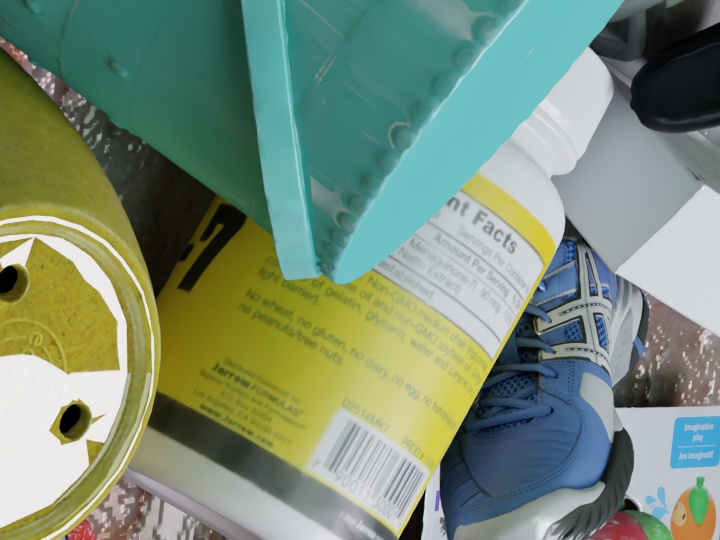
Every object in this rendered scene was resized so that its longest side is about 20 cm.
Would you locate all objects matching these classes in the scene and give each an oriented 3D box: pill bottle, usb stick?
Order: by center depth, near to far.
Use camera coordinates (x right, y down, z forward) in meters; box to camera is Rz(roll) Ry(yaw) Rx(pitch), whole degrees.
[{"bbox_3d":[0.000,0.000,0.882,0.114,0.114,0.200,39,76,-44],"label":"pill bottle"},{"bbox_3d":[0.135,-0.075,0.959,0.200,0.055,0.033,-35,105,-77],"label":"usb stick"}]

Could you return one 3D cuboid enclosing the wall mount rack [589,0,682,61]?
[{"bbox_3d":[0.122,-0.180,0.971,0.200,0.075,0.174,-27,125,-35],"label":"wall mount rack"}]

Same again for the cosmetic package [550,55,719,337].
[{"bbox_3d":[0.135,-0.014,1.000,0.051,0.083,0.200,-47,146,11],"label":"cosmetic package"}]

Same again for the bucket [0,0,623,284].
[{"bbox_3d":[0.000,-0.103,0.752,0.207,0.135,0.207,-48,172,-9],"label":"bucket"}]

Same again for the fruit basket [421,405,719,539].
[{"bbox_3d":[0.091,0.156,1.039,0.185,0.094,0.200,3,99,-44],"label":"fruit basket"}]

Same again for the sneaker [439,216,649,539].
[{"bbox_3d":[0.057,0.036,0.941,0.077,0.076,0.200,61,20,-25],"label":"sneaker"}]

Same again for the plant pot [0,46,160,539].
[{"bbox_3d":[-0.140,0.015,0.734,0.200,0.142,0.200,-16,115,-39],"label":"plant pot"}]

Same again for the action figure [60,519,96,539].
[{"bbox_3d":[-0.113,0.181,0.856,0.099,0.065,0.200,2,77,-27],"label":"action figure"}]
